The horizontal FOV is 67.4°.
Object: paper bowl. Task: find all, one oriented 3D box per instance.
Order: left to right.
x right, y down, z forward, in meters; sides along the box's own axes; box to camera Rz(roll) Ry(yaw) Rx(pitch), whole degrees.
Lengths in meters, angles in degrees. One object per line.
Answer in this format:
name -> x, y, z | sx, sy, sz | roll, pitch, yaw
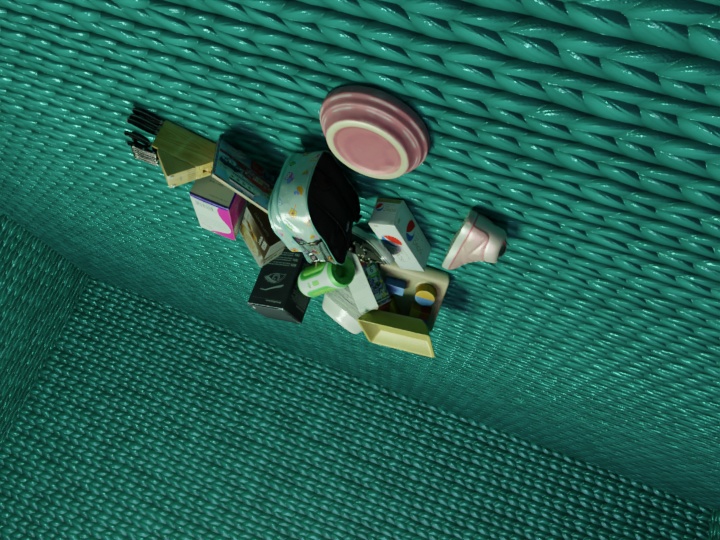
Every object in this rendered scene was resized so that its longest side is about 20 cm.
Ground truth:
paper bowl -> -0.037, 0.111, 1.631 | 0.198, 0.106, 0.201 | 37, 179, 1

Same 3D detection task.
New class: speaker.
speaker -> -0.092, 0.017, 1.410 | 0.087, 0.091, 0.198 | 29, 156, -23

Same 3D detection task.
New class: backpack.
backpack -> -0.095, -0.131, 1.063 | 0.148, 0.181, 0.201 | 8, 153, 21

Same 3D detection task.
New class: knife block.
knife block -> -0.407, -0.285, 1.186 | 0.180, 0.195, 0.064 | 66, 161, 6

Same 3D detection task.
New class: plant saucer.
plant saucer -> 0.018, -0.219, 0.904 | 0.194, 0.052, 0.202 | 19, 159, 7
plant saucer -> 0.103, 0.162, 1.437 | 0.193, 0.050, 0.201 | 12, 159, 17

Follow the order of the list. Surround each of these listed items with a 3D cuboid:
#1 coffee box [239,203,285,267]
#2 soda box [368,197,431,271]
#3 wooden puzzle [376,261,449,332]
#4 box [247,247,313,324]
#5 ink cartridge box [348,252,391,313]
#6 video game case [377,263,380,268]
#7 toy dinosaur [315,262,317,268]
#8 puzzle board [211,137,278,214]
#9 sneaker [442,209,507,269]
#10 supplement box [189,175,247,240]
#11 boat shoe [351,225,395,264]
coffee box -> -0.240, -0.099, 1.367 | 0.116, 0.079, 0.200 | 57, 158, 1
soda box -> 0.090, -0.075, 1.178 | 0.066, 0.065, 0.200 | 9, 158, 30
wooden puzzle -> 0.122, 0.072, 1.402 | 0.179, 0.047, 0.204 | 16, 130, 5
box -> -0.218, 0.036, 1.580 | 0.144, 0.205, 0.104 | 7, 157, 34
ink cartridge box -> 0.000, 0.000, 1.391 | 0.108, 0.049, 0.206 | -26, 86, 61
video game case -> 0.057, 0.041, 1.471 | 0.140, 0.018, 0.203 | 0, 129, 44
toy dinosaur -> -0.136, -0.117, 1.263 | 0.200, 0.061, 0.106 | 46, 139, -7
puzzle board -> -0.220, -0.187, 1.135 | 0.198, 0.153, 0.017 | 33, 118, -30
sneaker -> 0.233, -0.040, 1.096 | 0.102, 0.077, 0.201 | 25, 156, 4
supplement box -> -0.344, -0.170, 1.332 | 0.098, 0.106, 0.201 | 20, 159, -2
boat shoe -> 0.016, -0.045, 1.228 | 0.069, 0.057, 0.200 | 46, 176, -28
